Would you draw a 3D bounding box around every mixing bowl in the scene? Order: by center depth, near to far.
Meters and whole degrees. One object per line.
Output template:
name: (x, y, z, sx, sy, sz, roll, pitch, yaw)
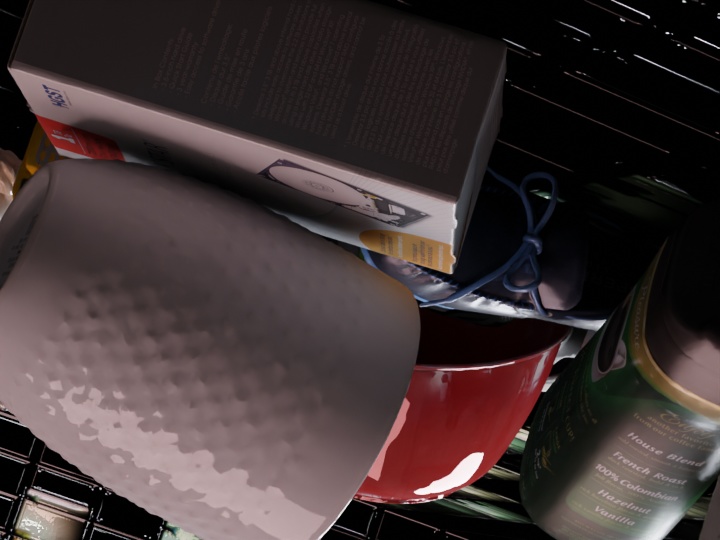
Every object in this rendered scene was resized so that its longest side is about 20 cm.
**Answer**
mixing bowl: (0.018, 0.068, 1.454, 0.199, 0.109, 0.200, 6, -161, -2)

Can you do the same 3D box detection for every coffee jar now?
coffee jar: (0.153, 0.054, 1.206, 0.085, 0.104, 0.200, 24, 143, -6)

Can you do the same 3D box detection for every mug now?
mug: (-0.092, 0.027, 1.142, 0.175, 0.148, 0.200, 29, 180, -18)

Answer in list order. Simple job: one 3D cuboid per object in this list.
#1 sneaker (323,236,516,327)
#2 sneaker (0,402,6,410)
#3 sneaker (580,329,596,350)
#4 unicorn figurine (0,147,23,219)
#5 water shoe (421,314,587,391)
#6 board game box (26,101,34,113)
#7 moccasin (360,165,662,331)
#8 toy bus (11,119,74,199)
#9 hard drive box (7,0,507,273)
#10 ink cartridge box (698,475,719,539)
sneaker: (0.000, 0.000, 1.401, 0.199, 0.083, 0.071, 15, 136, 15)
sneaker: (-0.148, 0.037, 1.365, 0.199, 0.080, 0.077, 8, -158, 28)
sneaker: (0.197, 0.071, 1.479, 0.111, 0.077, 0.200, 21, 176, 20)
unicorn figurine: (-0.244, -0.035, 1.404, 0.137, 0.074, 0.200, 19, 168, -28)
water shoe: (0.056, 0.034, 1.577, 0.199, 0.072, 0.079, -1, 156, 28)
board game box: (-0.064, -0.067, 1.315, 0.200, 0.035, 0.126, 10, 167, 39)
moccasin: (0.095, -0.014, 1.255, 0.199, 0.081, 0.068, 7, 173, -33)
toy bus: (-0.112, -0.036, 1.285, 0.078, 0.065, 0.200, 15, 170, 30)
hard drive box: (-0.041, -0.076, 1.105, 0.199, 0.077, 0.156, 17, 170, 6)
ink cartridge box: (0.237, 0.117, 1.304, 0.147, 0.201, 0.076, 21, 170, -14)
